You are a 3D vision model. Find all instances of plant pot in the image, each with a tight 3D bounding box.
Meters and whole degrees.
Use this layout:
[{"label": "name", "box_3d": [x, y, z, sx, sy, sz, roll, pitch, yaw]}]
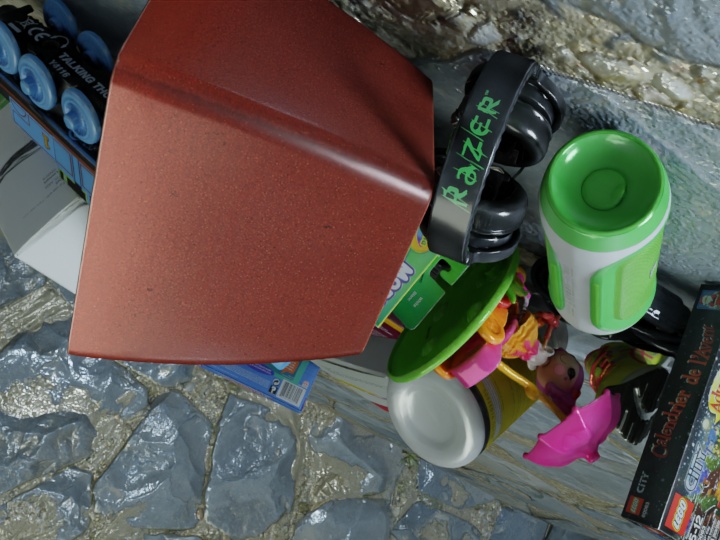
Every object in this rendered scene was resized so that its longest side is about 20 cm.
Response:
[{"label": "plant pot", "box_3d": [-0.057, -0.059, 0.563, 0.174, 0.201, 0.201, 16, 128, -10]}]

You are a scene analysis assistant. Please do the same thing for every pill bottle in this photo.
[{"label": "pill bottle", "box_3d": [0.125, 0.100, 0.905, 0.111, 0.199, 0.113, 22, 126, 34]}]

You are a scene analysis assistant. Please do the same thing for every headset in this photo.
[{"label": "headset", "box_3d": [0.070, -0.071, 0.575, 0.093, 0.125, 0.200, 21, -174, 14]}]

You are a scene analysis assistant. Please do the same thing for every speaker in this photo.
[{"label": "speaker", "box_3d": [0.171, -0.018, 0.643, 0.087, 0.089, 0.200, 19, 165, 20]}]

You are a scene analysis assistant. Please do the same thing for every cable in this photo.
[{"label": "cable", "box_3d": [0.246, 0.050, 0.827, 0.198, 0.051, 0.163, 27, 170, -14]}]

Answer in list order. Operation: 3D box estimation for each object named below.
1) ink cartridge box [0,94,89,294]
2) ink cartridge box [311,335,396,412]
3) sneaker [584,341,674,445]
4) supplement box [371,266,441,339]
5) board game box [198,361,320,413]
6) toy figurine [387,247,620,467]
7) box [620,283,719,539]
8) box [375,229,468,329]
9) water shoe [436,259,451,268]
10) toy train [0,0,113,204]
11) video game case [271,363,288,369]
[{"label": "ink cartridge box", "box_3d": [-0.297, -0.075, 0.886, 0.201, 0.084, 0.146, 51, -179, 31]}, {"label": "ink cartridge box", "box_3d": [0.055, 0.084, 1.082, 0.143, 0.147, 0.200, 11, 161, 41]}, {"label": "sneaker", "box_3d": [0.255, 0.111, 0.893, 0.090, 0.079, 0.199, 26, -168, 28]}, {"label": "supplement box", "box_3d": [0.000, 0.000, 0.946, 0.085, 0.112, 0.199, 34, 163, -31]}, {"label": "board game box", "box_3d": [-0.100, 0.050, 1.111, 0.151, 0.202, 0.045, 26, 167, -3]}, {"label": "toy figurine", "box_3d": [0.142, 0.080, 0.785, 0.184, 0.201, 0.150, 43, 120, -11]}, {"label": "box", "box_3d": [0.295, 0.132, 0.737, 0.136, 0.202, 0.037, 32, 165, -32]}, {"label": "box", "box_3d": [-0.007, -0.047, 0.690, 0.199, 0.118, 0.048, 37, -158, -5]}, {"label": "water shoe", "box_3d": [0.016, -0.071, 0.729, 0.198, 0.080, 0.071, 28, 165, -11]}, {"label": "toy train", "box_3d": [-0.246, -0.143, 0.773, 0.199, 0.086, 0.115, 39, 141, 20]}, {"label": "video game case", "box_3d": [-0.089, -0.027, 0.755, 0.200, 0.143, 0.018, 43, -163, -16]}]
